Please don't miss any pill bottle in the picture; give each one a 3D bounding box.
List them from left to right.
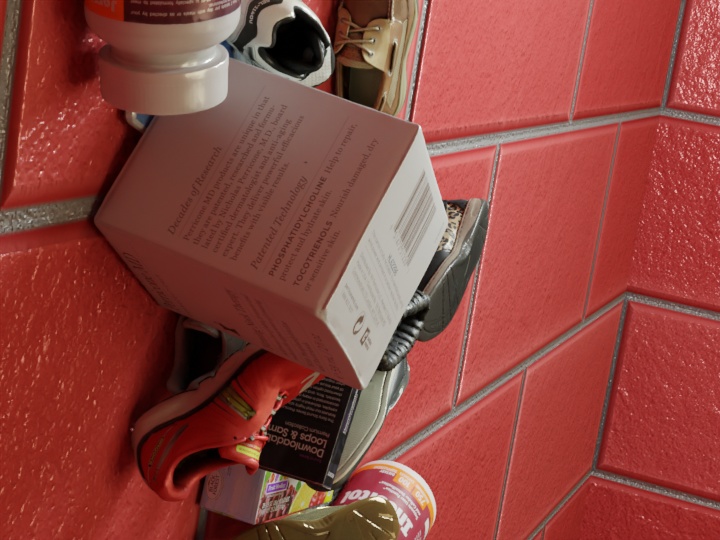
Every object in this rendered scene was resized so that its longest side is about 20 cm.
[{"bbox_3d":[-0.135,-0.215,1.041,0.110,0.109,0.201,-44,142,-57],"label":"pill bottle"},{"bbox_3d":[0.002,0.314,1.742,0.200,0.112,0.114,-50,147,-53],"label":"pill bottle"}]

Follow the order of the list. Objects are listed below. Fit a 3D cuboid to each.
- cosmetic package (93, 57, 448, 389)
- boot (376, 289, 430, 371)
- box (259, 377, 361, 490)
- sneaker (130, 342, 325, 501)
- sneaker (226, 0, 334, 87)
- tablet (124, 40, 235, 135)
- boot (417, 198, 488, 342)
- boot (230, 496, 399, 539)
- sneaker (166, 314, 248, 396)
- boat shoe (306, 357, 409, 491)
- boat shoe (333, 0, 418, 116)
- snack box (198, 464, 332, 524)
[{"bbox_3d":[-0.061,-0.038,1.189,0.167,0.199,0.168,-62,159,-17],"label":"cosmetic package"},{"bbox_3d":[0.000,0.002,1.473,0.080,0.157,0.212,81,30,-47],"label":"boot"},{"bbox_3d":[-0.064,0.082,1.372,0.036,0.142,0.201,50,56,-67],"label":"box"},{"bbox_3d":[-0.092,0.124,1.260,0.199,0.085,0.077,-34,144,6],"label":"sneaker"},{"bbox_3d":[-0.060,-0.178,1.241,0.076,0.088,0.200,-52,157,4],"label":"sneaker"},{"bbox_3d":[-0.130,-0.151,1.236,0.200,0.014,0.131,39,65,-69],"label":"tablet"},{"bbox_3d":[0.037,-0.015,1.573,0.073,0.150,0.201,84,26,-44],"label":"boot"},{"bbox_3d":[-0.079,0.280,1.512,0.199,0.155,0.073,-16,83,-32],"label":"boot"},{"bbox_3d":[-0.112,0.027,1.317,0.092,0.075,0.201,23,79,-65],"label":"sneaker"},{"bbox_3d":[0.000,0.142,1.491,0.068,0.071,0.201,77,30,-41],"label":"boat shoe"},{"bbox_3d":[0.010,-0.221,1.488,0.074,0.075,0.201,-49,146,-46],"label":"boat shoe"},{"bbox_3d":[-0.073,0.149,1.501,0.200,0.067,0.170,8,95,-71],"label":"snack box"}]
